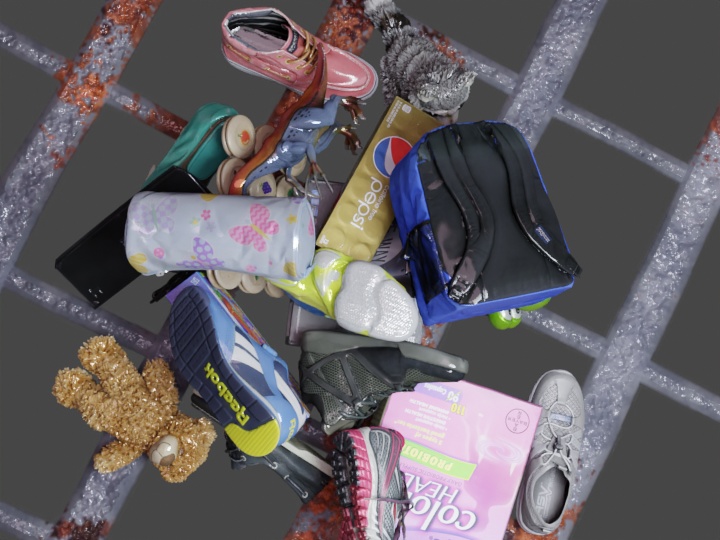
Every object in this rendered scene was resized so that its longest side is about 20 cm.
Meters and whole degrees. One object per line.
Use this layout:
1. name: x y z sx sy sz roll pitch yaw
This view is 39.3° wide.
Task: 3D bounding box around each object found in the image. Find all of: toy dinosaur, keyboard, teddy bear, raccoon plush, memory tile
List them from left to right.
1. teddy bear: -0.266 0.165 1.171 0.145 0.067 0.200 -33 88 -5
2. keyboard: -0.247 -0.024 1.188 0.200 0.021 0.127 -36 111 9
3. memory tile: -0.117 -0.072 1.175 0.017 0.153 0.200 2 84 33
4. toy dinosaur: -0.083 -0.137 1.147 0.181 0.105 0.200 -20 66 -24
5. raccoon plush: 0.058 -0.254 1.204 0.097 0.134 0.200 -40 89 -6

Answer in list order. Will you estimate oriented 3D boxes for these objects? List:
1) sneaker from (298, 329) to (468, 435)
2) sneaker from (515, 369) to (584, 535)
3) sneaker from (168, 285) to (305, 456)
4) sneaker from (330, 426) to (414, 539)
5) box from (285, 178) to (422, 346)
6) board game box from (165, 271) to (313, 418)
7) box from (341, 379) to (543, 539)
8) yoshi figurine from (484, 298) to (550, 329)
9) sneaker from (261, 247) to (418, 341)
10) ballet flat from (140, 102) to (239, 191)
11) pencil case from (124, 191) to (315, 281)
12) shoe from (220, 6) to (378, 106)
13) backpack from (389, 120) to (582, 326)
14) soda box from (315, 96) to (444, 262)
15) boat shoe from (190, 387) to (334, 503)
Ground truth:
1. sneaker: 0.020 0.129 1.105 0.199 0.076 0.114 2 79 22
2. sneaker: 0.236 0.218 1.200 0.075 0.082 0.200 7 84 -4
3. sneaker: -0.130 0.102 1.056 0.074 0.082 0.200 -44 71 30
4. sneaker: 0.022 0.269 1.085 0.075 0.081 0.200 -4 90 -28
5. box: 0.000 0.000 1.215 0.160 0.044 0.200 8 84 -9
6. board game box: -0.133 0.095 1.154 0.045 0.134 0.200 -38 89 -1
7. box: 0.093 0.224 1.181 0.176 0.097 0.200 19 84 -3
8. yoshi figurine: 0.181 -0.032 1.210 0.112 0.112 0.200 -10 88 -12
9. sneaker: -0.020 0.024 1.122 0.200 0.105 0.076 30 81 17
10. ballet flat: -0.212 -0.119 1.201 0.067 0.070 0.200 30 108 -41
11. pencil case: -0.147 -0.036 1.062 0.200 0.083 0.091 2 91 10
12. shoe: -0.073 -0.257 1.216 0.200 0.091 0.072 17 83 -3
13. backpack: 0.110 -0.050 1.092 0.162 0.168 0.200 -10 79 -25
14. soda box: 0.018 -0.096 1.171 0.068 0.064 0.200 29 81 -7
15. boat shoe: -0.122 0.206 1.167 0.199 0.074 0.066 35 85 -23
